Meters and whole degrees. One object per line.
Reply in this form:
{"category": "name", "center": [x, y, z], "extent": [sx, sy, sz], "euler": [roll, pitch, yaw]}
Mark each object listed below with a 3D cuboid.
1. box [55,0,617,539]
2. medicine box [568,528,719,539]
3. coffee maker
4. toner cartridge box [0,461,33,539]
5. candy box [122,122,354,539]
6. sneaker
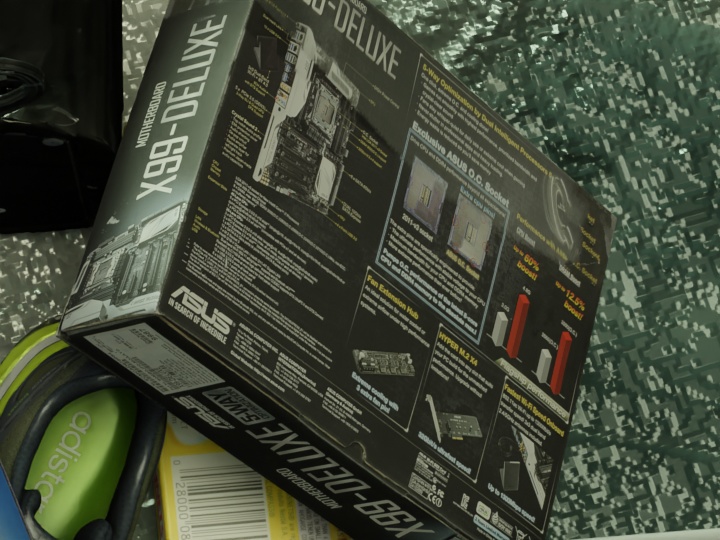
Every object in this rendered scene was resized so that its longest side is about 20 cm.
{"category": "box", "center": [0.000, 0.000, 0.958], "extent": [0.200, 0.050, 0.158], "euler": [37, 54, -35]}
{"category": "medicine box", "center": [0.070, 0.155, 0.913], "extent": [0.182, 0.200, 0.103], "euler": [-4, 73, -13]}
{"category": "coffee maker", "center": [-0.131, -0.129, 0.956], "extent": [0.134, 0.192, 0.200], "euler": [5, 75, -25]}
{"category": "toner cartridge box", "center": [-0.183, 0.018, 0.878], "extent": [0.043, 0.095, 0.200], "euler": [-34, 107, -50]}
{"category": "candy box", "center": [-0.030, 0.040, 1.017], "extent": [0.102, 0.026, 0.200], "euler": [-2, 75, -15]}
{"category": "sneaker", "center": [-0.123, 0.107, 0.936], "extent": [0.074, 0.081, 0.200], "euler": [24, 81, -15]}
